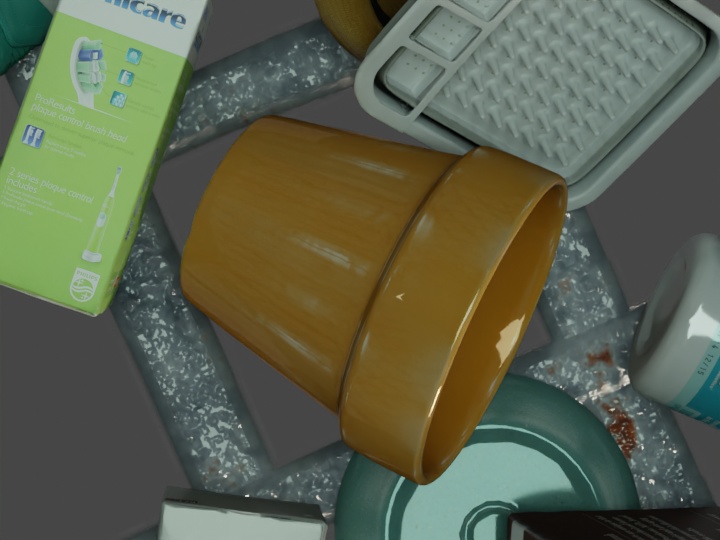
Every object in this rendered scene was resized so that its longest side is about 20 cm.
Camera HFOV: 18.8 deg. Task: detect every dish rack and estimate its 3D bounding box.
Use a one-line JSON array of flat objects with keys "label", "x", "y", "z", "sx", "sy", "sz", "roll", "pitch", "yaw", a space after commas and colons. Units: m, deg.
[{"label": "dish rack", "x": 0.109, "y": -0.134, "z": 1.314, "sx": 0.200, "sy": 0.044, "sz": 0.172, "roll": 27, "pitch": 118, "yaw": -32}]

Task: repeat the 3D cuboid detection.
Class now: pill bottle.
[{"label": "pill bottle", "x": 0.276, "y": 0.064, "z": 1.351, "sx": 0.199, "sy": 0.111, "sz": 0.111, "roll": 24, "pitch": 90, "yaw": -4}]

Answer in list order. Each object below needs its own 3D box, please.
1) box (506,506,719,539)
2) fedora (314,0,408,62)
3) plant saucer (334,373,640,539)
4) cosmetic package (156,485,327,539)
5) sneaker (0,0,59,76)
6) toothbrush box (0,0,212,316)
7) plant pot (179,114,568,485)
[{"label": "box", "x": 0.203, "y": 0.239, "z": 1.303, "sx": 0.199, "sy": 0.164, "sz": 0.167, "roll": -1, "pitch": 97, "yaw": -17}, {"label": "fedora", "x": 0.057, "y": -0.210, "z": 1.320, "sx": 0.200, "sy": 0.082, "sz": 0.201, "roll": -7, "pitch": 131, "yaw": -8}, {"label": "plant saucer", "x": 0.083, "y": 0.166, "z": 1.380, "sx": 0.199, "sy": 0.036, "sz": 0.201, "roll": 0, "pitch": 92, "yaw": -3}, {"label": "cosmetic package", "x": -0.085, "y": 0.240, "z": 1.348, "sx": 0.106, "sy": 0.090, "sz": 0.201, "roll": 10, "pitch": 89, "yaw": -4}, {"label": "sneaker", "x": -0.290, "y": -0.177, "z": 1.323, "sx": 0.200, "sy": 0.084, "sz": 0.121, "roll": 36, "pitch": 80, "yaw": -5}, {"label": "toothbrush box", "x": -0.159, "y": -0.082, "z": 1.300, "sx": 0.086, "sy": 0.146, "sz": 0.201, "roll": 21, "pitch": 91, "yaw": -4}, {"label": "plant pot", "x": 0.000, "y": 0.000, "z": 1.300, "sx": 0.183, "sy": 0.200, "sz": 0.201, "roll": 25, "pitch": 90, "yaw": 14}]
